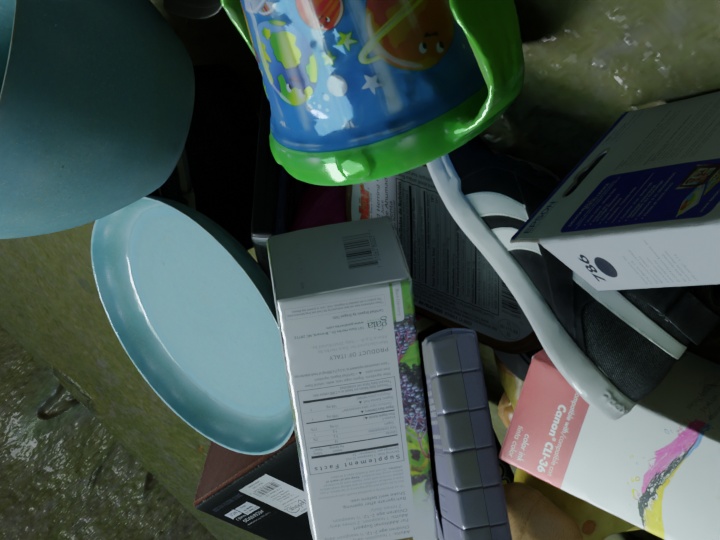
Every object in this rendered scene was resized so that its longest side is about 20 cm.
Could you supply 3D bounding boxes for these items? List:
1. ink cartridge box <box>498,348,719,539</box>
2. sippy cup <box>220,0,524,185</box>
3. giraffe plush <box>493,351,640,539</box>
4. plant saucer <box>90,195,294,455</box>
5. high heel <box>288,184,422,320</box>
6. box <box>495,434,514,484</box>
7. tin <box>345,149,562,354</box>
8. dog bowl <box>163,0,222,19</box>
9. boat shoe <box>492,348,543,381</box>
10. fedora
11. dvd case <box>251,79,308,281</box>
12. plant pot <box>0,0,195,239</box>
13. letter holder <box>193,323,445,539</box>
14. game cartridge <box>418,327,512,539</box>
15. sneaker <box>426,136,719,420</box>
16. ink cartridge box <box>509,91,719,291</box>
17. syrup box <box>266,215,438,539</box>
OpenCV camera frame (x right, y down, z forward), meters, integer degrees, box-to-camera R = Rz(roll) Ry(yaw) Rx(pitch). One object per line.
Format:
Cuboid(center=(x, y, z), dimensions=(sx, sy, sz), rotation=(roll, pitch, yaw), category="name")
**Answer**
Cuboid(center=(0.190, 0.101, 0.846), dimensions=(0.200, 0.068, 0.116), rotation=(24, -160, 23), category="ink cartridge box")
Cuboid(center=(-0.002, -0.132, 0.789), dimensions=(0.177, 0.140, 0.131), rotation=(-12, 120, 22), category="sippy cup")
Cuboid(center=(0.130, 0.158, 1.072), dimensions=(0.172, 0.162, 0.200), rotation=(25, 154, 44), category="giraffe plush")
Cuboid(center=(-0.106, 0.033, 1.067), dimensions=(0.200, 0.027, 0.201), rotation=(30, 137, 31), category="plant saucer")
Cuboid(center=(0.000, 0.000, 1.111), dimensions=(0.067, 0.096, 0.200), rotation=(35, 160, 24), category="high heel")
Cuboid(center=(0.063, 0.172, 1.198), dimensions=(0.200, 0.110, 0.035), rotation=(-113, 12, -47), category="box")
Cuboid(center=(0.061, -0.020, 0.955), dimensions=(0.200, 0.042, 0.112), rotation=(23, 118, 47), category="tin")
Cuboid(center=(-0.133, -0.242, 0.921), dimensions=(0.200, 0.059, 0.200), rotation=(39, 162, 15), category="dog bowl")
Cuboid(center=(0.153, 0.059, 0.963), dimensions=(0.200, 0.072, 0.068), rotation=(48, 143, 20), category="boat shoe")
Cuboid(center=(-0.119, -0.077, 1.147), dimensions=(0.201, 0.091, 0.201), rotation=(166, 90, -72), category="fedora")
Cuboid(center=(-0.054, -0.041, 1.098), dimensions=(0.017, 0.143, 0.200), rotation=(0, 154, 3), category="dvd case")
Cuboid(center=(-0.182, -0.108, 0.985), dimensions=(0.134, 0.201, 0.200), rotation=(11, 177, -28), category="plant pot")
Cuboid(center=(-0.019, 0.099, 1.147), dimensions=(0.100, 0.143, 0.200), rotation=(27, 143, -22), category="letter holder")
Cuboid(center=(0.058, 0.102, 0.940), dimensions=(0.200, 0.038, 0.130), rotation=(109, 156, -85), category="game cartridge")
Cuboid(center=(0.120, -0.028, 0.819), dimensions=(0.073, 0.112, 0.200), rotation=(32, -159, -52), category="sneaker")
Cuboid(center=(0.153, -0.038, 0.695), dimensions=(0.039, 0.099, 0.200), rotation=(47, 162, -16), category="ink cartridge box")
Cuboid(center=(-0.004, 0.077, 0.963), dimensions=(0.079, 0.081, 0.201), rotation=(-104, 5, -60), category="syrup box")
